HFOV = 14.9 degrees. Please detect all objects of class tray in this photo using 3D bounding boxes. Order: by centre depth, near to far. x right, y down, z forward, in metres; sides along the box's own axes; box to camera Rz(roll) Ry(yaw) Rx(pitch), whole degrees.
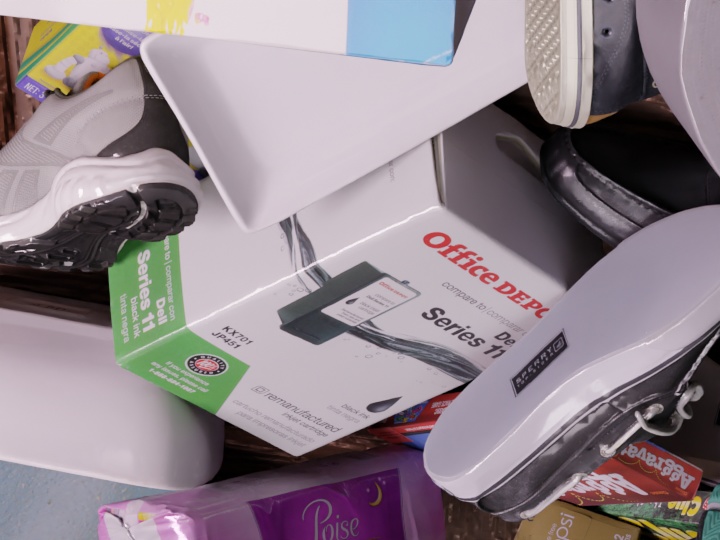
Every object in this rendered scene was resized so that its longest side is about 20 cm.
[{"bbox_3d":[0.011,-0.108,1.219,0.200,0.022,0.107,-29,116,0],"label":"tray"}]

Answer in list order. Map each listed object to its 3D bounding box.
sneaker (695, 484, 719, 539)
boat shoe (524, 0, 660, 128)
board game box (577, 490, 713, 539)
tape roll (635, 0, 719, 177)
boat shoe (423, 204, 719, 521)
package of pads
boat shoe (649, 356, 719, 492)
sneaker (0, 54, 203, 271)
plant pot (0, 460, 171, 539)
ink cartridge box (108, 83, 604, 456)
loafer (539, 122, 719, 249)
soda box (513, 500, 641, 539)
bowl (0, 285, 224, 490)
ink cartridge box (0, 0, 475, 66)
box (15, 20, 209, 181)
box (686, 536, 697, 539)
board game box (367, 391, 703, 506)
[{"bbox_3d":[0.235,0.103,1.330,0.074,0.200,0.088,1,132,46],"label":"sneaker"},{"bbox_3d":[0.108,-0.154,1.168,0.062,0.075,0.200,-8,123,-13],"label":"boat shoe"},{"bbox_3d":[0.191,0.143,1.450,0.105,0.023,0.200,32,166,-23],"label":"board game box"},{"bbox_3d":[0.217,-0.112,1.133,0.200,0.066,0.201,-6,119,-10],"label":"tape roll"},{"bbox_3d":[0.121,0.050,1.275,0.068,0.074,0.199,34,113,-30],"label":"boat shoe"},{"bbox_3d":[-0.041,0.163,1.435,0.076,0.121,0.200,-5,-178,44],"label":"package of pads"},{"bbox_3d":[0.169,0.087,1.435,0.200,0.075,0.093,26,155,1],"label":"boat shoe"},{"bbox_3d":[-0.137,-0.046,1.300,0.074,0.080,0.200,8,164,-35],"label":"sneaker"},{"bbox_3d":[-0.153,0.210,1.523,0.200,0.197,0.196,5,141,30],"label":"plant pot"},{"bbox_3d":[0.000,0.000,1.331,0.200,0.083,0.147,-26,143,30],"label":"ink cartridge box"},{"bbox_3d":[0.180,-0.031,1.302,0.200,0.068,0.070,20,131,-17],"label":"loafer"},{"bbox_3d":[0.119,0.200,1.531,0.064,0.068,0.200,18,156,16],"label":"soda box"},{"bbox_3d":[-0.166,0.053,1.421,0.199,0.075,0.200,10,-176,3],"label":"bowl"},{"bbox_3d":[-0.047,-0.182,1.097,0.200,0.147,0.145,7,118,7],"label":"ink cartridge box"},{"bbox_3d":[-0.057,-0.118,1.275,0.117,0.048,0.200,32,134,-22],"label":"box"},{"bbox_3d":[0.141,0.233,1.399,0.200,0.104,0.182,-23,146,27],"label":"box"},{"bbox_3d":[0.086,0.093,1.429,0.103,0.019,0.200,27,165,-17],"label":"board game box"}]
